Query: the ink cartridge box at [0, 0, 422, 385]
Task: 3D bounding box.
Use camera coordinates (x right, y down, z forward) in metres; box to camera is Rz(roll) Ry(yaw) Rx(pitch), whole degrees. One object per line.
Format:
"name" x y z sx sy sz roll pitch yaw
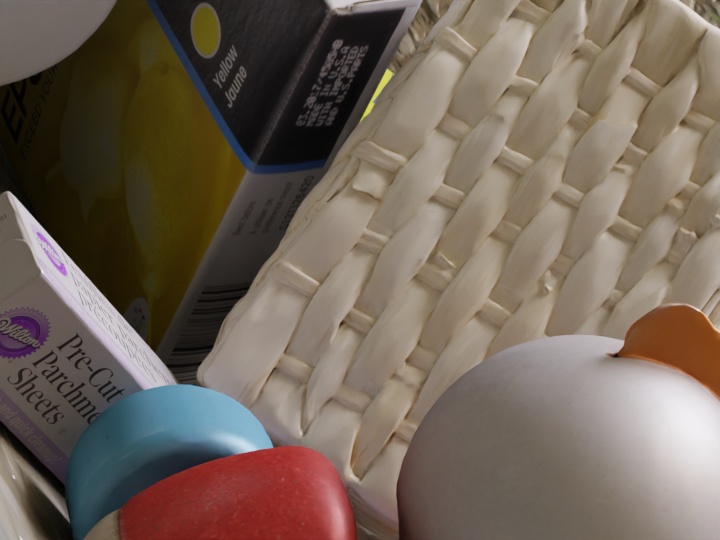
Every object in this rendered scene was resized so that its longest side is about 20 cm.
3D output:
"ink cartridge box" -0.072 -0.091 0.908 0.200 0.047 0.198 57 -40 28

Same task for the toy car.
"toy car" 0.045 0.092 0.688 0.177 0.200 0.184 55 6 -28

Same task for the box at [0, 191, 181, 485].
"box" -0.063 0.055 0.790 0.200 0.041 0.039 54 5 -44

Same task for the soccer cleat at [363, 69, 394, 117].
"soccer cleat" -0.030 -0.067 1.050 0.084 0.065 0.200 37 6 34

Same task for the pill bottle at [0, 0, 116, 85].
"pill bottle" -0.145 -0.153 0.872 0.114 0.114 0.200 53 7 -43

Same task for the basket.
"basket" 0.049 0.002 0.850 0.135 0.200 0.123 34 -10 9
